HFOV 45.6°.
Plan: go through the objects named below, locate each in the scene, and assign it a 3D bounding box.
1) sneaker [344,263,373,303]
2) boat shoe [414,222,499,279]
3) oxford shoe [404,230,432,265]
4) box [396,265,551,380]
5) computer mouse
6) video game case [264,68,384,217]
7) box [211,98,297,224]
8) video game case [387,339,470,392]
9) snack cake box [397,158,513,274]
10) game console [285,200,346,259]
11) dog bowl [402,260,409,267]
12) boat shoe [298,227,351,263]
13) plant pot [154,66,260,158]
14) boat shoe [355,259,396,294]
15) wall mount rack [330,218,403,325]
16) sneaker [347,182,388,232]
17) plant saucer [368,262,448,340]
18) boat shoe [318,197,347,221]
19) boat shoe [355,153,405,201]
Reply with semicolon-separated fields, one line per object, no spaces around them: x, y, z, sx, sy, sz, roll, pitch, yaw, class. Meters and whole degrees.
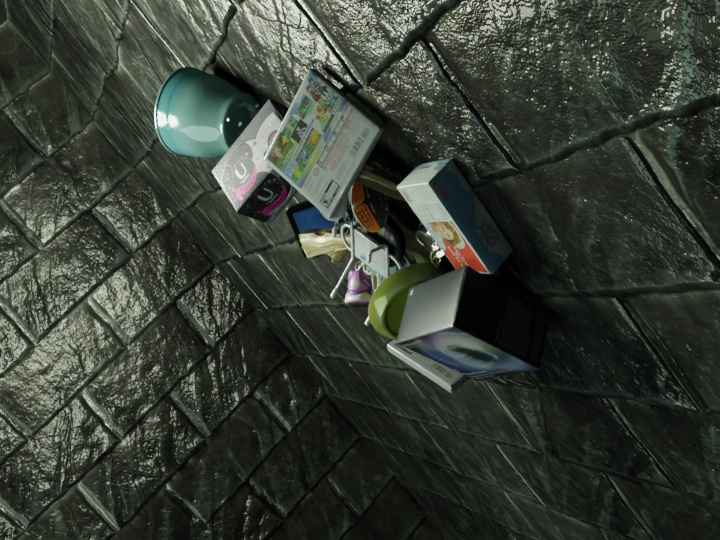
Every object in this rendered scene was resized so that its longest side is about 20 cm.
0.022;0.025;2.011;0.199;0.079;0.091;-9;-87;-68;sneaker
0.170;-0.028;1.623;0.200;0.061;0.072;34;160;37;boat shoe
0.152;0.008;1.755;0.200;0.058;0.075;46;161;0;oxford shoe
0.202;0.103;1.559;0.196;0.125;0.199;26;156;-20;box
0.033;-0.091;1.748;0.200;0.052;0.140;48;132;29;computer mouse
-0.071;-0.232;1.572;0.182;0.022;0.202;41;118;17;video game case
-0.184;-0.217;1.734;0.114;0.200;0.133;17;-149;-53;box
0.185;0.159;1.798;0.199;0.181;0.022;29;141;44;video game case
0.164;-0.091;1.488;0.201;0.067;0.114;53;160;-18;snack cake box
-0.056;-0.076;1.967;0.175;0.116;0.201;36;161;31;game console
0.129;0.043;1.898;0.111;0.050;0.201;42;163;17;dog bowl
-0.051;-0.054;1.886;0.198;0.071;0.078;1;106;46;boat shoe
-0.330;-0.346;1.936;0.185;0.202;0.202;16;149;31;plant pot
0.030;-0.014;1.877;0.075;0.084;0.205;-111;9;-50;boat shoe
0.000;0.000;1.721;0.199;0.074;0.176;37;141;40;wall mount rack
-0.003;-0.174;1.694;0.092;0.074;0.203;-146;34;-83;sneaker
0.113;0.073;1.696;0.031;0.197;0.202;-110;-6;-49;plant saucer
-0.066;-0.176;1.779;0.091;0.070;0.203;66;-174;-62;boat shoe
0.031;-0.188;1.594;0.198;0.067;0.072;23;173;18;boat shoe
